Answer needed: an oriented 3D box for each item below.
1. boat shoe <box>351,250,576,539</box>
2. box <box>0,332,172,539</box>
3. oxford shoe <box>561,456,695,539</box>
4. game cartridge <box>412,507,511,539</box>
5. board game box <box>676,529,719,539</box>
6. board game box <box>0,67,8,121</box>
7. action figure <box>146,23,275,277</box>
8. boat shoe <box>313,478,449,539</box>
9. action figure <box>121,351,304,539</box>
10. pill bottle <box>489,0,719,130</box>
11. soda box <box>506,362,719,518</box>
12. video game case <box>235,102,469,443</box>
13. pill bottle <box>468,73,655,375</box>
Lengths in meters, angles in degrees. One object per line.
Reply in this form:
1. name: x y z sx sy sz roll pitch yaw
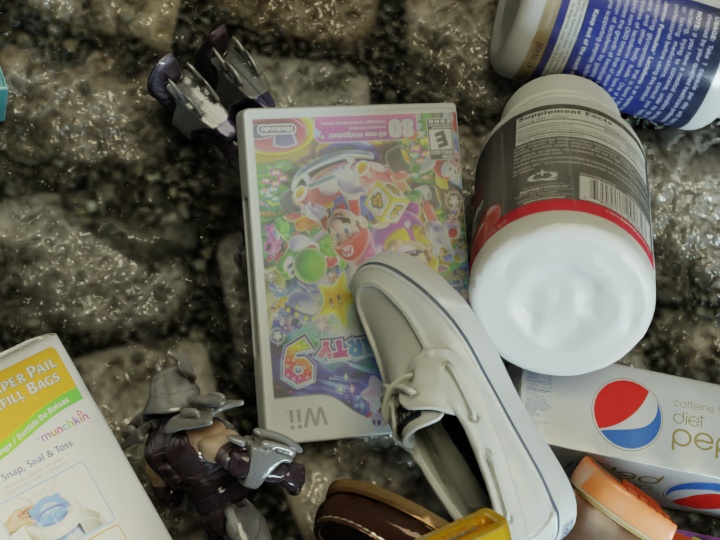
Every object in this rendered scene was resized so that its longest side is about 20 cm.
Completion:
1. boat shoe: 0.047 0.077 1.041 0.065 0.074 0.201 -21 66 -39
2. box: -0.168 0.154 0.989 0.101 0.113 0.201 -26 77 -22
3. oxford shoe: 0.191 0.196 1.070 0.199 0.071 0.073 38 93 1
4. game cartridge: 0.022 0.251 0.977 0.175 0.032 0.202 -22 109 -20
5. board game box: 0.221 0.261 1.086 0.119 0.032 0.202 14 64 -11
6. board game box: -0.335 -0.146 1.118 0.198 0.047 0.152 -14 70 -19
7. action figure: -0.048 -0.060 1.141 0.200 0.069 0.130 47 60 6
8. boat shoe: 0.056 0.197 1.050 0.199 0.070 0.071 31 61 1
9. action figure: -0.071 0.139 1.010 0.069 0.130 0.201 -22 90 -24
10. pill bottle: 0.196 -0.161 1.217 0.198 0.116 0.117 16 64 -6
11. soda box: 0.183 0.105 1.123 0.198 0.068 0.064 12 64 -8
12. video game case: 0.000 0.000 1.108 0.142 0.018 0.202 -4 88 -22
13. pill bottle: 0.124 -0.037 1.117 0.110 0.111 0.201 17 35 -6
